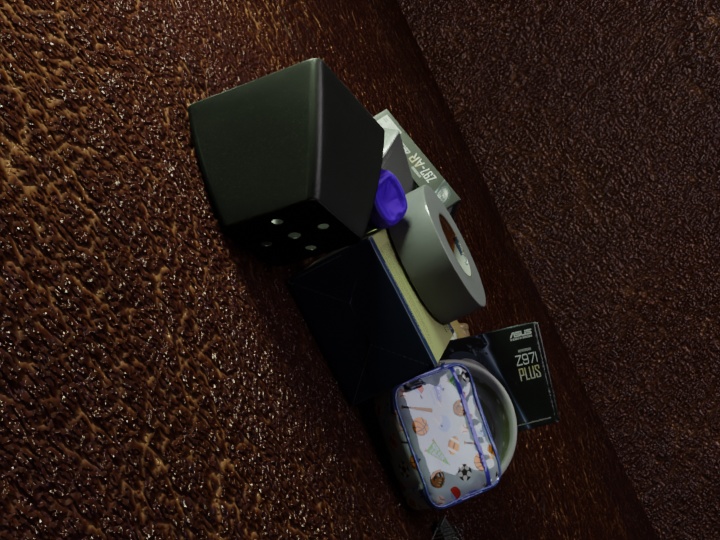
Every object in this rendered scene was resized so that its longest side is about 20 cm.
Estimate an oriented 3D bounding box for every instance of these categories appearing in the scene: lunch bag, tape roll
[{"bbox_3d":[0.113,0.230,1.417,0.160,0.076,0.201,-13,84,-31],"label":"lunch bag"},{"bbox_3d":[0.112,-0.024,1.473,0.201,0.066,0.200,57,15,-26],"label":"tape roll"}]

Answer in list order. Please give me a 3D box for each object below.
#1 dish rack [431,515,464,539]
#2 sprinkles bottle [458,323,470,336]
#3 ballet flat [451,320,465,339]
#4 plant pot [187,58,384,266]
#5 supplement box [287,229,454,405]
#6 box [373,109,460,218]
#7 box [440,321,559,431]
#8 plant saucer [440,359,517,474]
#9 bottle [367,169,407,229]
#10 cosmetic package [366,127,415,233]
[{"bbox_3d":[0.144,0.427,1.386,0.154,0.054,0.200,64,16,-1],"label":"dish rack"},{"bbox_3d":[0.182,0.194,1.722,0.068,0.068,0.201,19,52,-67],"label":"sprinkles bottle"},{"bbox_3d":[0.151,0.149,1.670,0.063,0.068,0.201,43,29,-73],"label":"ballet flat"},{"bbox_3d":[-0.089,-0.122,1.288,0.200,0.199,0.178,40,40,-54],"label":"plant pot"},{"bbox_3d":[0.022,0.053,1.433,0.200,0.134,0.200,63,16,-4],"label":"supplement box"},{"bbox_3d":[0.081,-0.153,1.677,0.200,0.043,0.160,53,-13,13],"label":"box"},{"bbox_3d":[0.197,0.182,1.592,0.086,0.199,0.164,150,-71,-75],"label":"box"},{"bbox_3d":[0.135,0.235,1.494,0.201,0.200,0.050,65,-21,3],"label":"plant saucer"},{"bbox_3d":[-0.024,-0.099,1.434,0.065,0.200,0.084,-44,118,-33],"label":"bottle"},{"bbox_3d":[0.026,-0.123,1.575,0.107,0.090,0.200,-59,150,-28],"label":"cosmetic package"}]
